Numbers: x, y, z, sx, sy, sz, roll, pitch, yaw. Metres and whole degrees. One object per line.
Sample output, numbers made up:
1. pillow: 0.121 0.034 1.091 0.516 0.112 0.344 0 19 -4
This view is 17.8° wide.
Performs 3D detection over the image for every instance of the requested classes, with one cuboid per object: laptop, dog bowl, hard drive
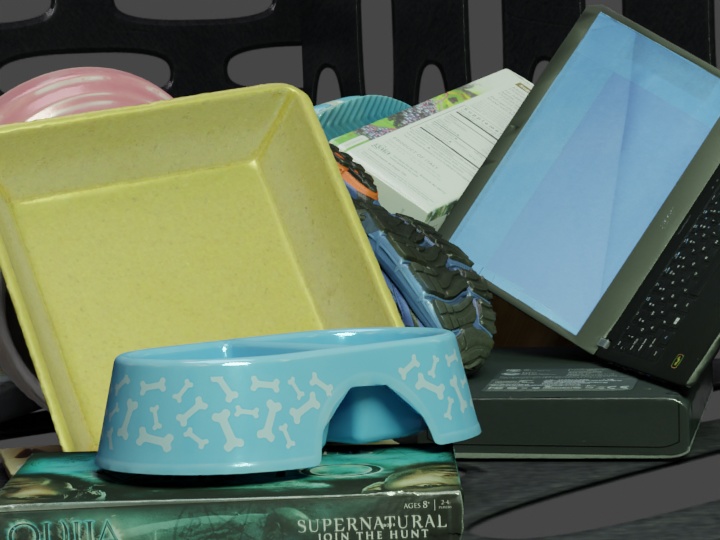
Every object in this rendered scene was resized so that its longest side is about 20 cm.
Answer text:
1. laptop: 0.150 -0.047 1.233 0.103 0.178 0.200 34 -4 -15
2. dog bowl: -0.031 0.057 1.046 0.111 0.050 0.199 1 5 45
3. hard drive: 0.116 0.069 1.251 0.139 0.033 0.200 -1 6 12

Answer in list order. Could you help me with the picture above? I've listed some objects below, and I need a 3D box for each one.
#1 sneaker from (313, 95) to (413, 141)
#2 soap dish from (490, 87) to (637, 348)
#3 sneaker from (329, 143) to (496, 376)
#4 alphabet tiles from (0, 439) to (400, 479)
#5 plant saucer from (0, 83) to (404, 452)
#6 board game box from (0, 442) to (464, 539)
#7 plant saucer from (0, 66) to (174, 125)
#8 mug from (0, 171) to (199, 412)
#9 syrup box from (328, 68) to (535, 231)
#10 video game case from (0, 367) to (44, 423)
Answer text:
1. sneaker: -0.043 -0.068 1.447 0.199 0.077 0.081 -11 10 -35
2. soap dish: 0.160 -0.019 1.400 0.157 0.201 0.081 -6 40 -37
3. sneaker: 0.000 0.000 1.276 0.075 0.079 0.200 10 27 -48
4. alphabet tiles: -0.081 0.095 1.177 0.199 0.008 0.167 -3 7 -14
5. plant saucer: -0.091 0.009 1.195 0.199 0.201 0.048 -11 -25 -26
6. board game box: -0.056 0.100 1.011 0.199 0.028 0.135 -2 5 0
7. plant saucer: -0.174 -0.026 1.455 0.200 0.201 0.051 -6 24 -32
8. mug: -0.169 -0.001 1.327 0.200 0.148 0.175 36 -7 -13
9. syrup box: 0.055 -0.052 1.410 0.081 0.079 0.200 35 35 21
10. video game case: -0.286 0.077 1.386 0.181 0.022 0.200 0 5 19
